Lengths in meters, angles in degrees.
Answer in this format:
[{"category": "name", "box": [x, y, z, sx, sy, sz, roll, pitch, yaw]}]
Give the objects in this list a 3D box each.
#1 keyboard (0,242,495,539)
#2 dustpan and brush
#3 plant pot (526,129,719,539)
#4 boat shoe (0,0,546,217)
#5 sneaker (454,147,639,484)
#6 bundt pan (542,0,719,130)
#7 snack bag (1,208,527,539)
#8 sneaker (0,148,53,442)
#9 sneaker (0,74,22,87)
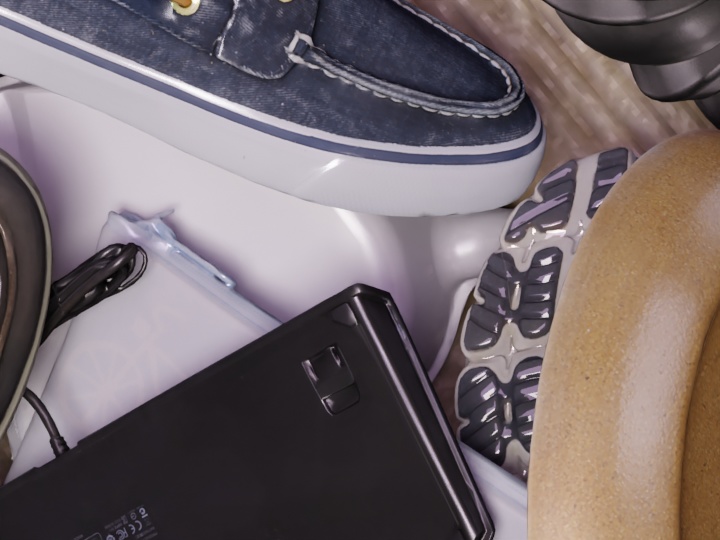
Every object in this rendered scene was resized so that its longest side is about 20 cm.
[{"category": "keyboard", "box": [-0.068, 0.058, 0.728, 0.199, 0.021, 0.128, -30, 82, 25]}, {"category": "dustpan and brush", "box": [0.000, 0.000, 0.770, 0.199, 0.057, 0.141, -8, 101, 14]}, {"category": "plant pot", "box": [0.102, 0.065, 0.677, 0.027, 0.200, 0.201, -4, 82, 33]}, {"category": "boat shoe", "box": [-0.035, -0.083, 0.701, 0.199, 0.071, 0.091, 18, 120, -12]}, {"category": "sneaker", "box": [0.068, 0.069, 0.738, 0.077, 0.080, 0.201, -3, 88, 9]}, {"category": "bundt pan", "box": [0.117, -0.076, 0.683, 0.201, 0.202, 0.076, 24, 80, 11]}, {"category": "snack bag", "box": [-0.031, 0.112, 0.730, 0.188, 0.021, 0.201, 33, 109, 24]}, {"category": "sneaker", "box": [-0.141, 0.059, 0.673, 0.075, 0.106, 0.201, 34, 95, -5]}, {"category": "sneaker", "box": [-0.047, -0.123, 0.795, 0.200, 0.076, 0.116, -28, 61, 10]}]
